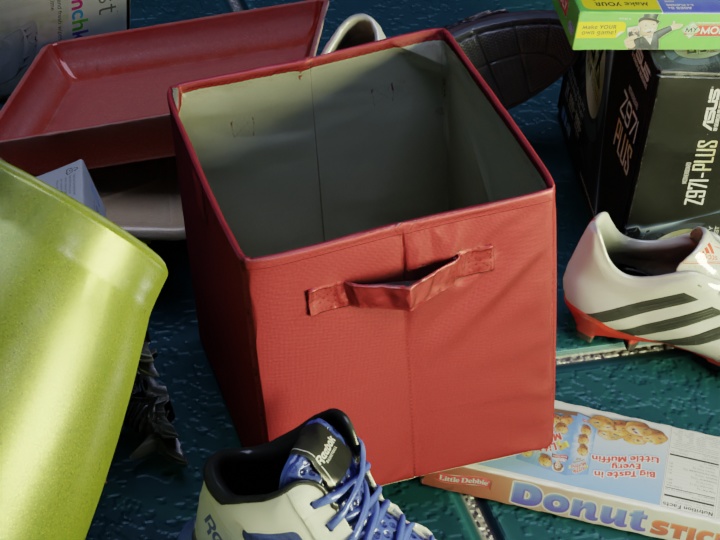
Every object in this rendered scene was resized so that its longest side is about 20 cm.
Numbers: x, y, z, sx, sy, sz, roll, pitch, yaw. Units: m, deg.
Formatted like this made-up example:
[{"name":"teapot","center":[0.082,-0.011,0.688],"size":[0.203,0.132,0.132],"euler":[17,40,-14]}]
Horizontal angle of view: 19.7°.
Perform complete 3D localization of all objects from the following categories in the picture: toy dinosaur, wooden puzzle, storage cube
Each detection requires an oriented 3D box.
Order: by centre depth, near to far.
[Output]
[{"name":"toy dinosaur","center":[-0.175,0.070,1.132],"size":[0.135,0.102,0.201],"euler":[-17,64,-3]},{"name":"storage cube","center":[0.000,0.000,1.145],"size":[0.170,0.181,0.200],"euler":[-13,39,-12]},{"name":"wooden puzzle","center":[-0.194,-0.053,1.298],"size":[0.199,0.037,0.185],"euler":[-3,24,-6]}]

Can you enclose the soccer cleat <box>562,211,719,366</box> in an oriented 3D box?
[{"name":"soccer cleat","center":[0.222,0.018,1.258],"size":[0.199,0.086,0.069],"euler":[14,39,8]}]

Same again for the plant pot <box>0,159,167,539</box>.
[{"name":"plant pot","center":[-0.190,0.050,0.980],"size":[0.200,0.200,0.194],"euler":[25,81,21]}]

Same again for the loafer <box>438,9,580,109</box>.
[{"name":"loafer","center":[0.048,-0.135,1.401],"size":[0.199,0.072,0.063],"euler":[-24,39,-4]}]

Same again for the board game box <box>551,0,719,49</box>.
[{"name":"board game box","center":[0.213,-0.184,1.292],"size":[0.199,0.029,0.135],"euler":[-1,38,-12]}]

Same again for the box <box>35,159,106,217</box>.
[{"name":"box","center":[-0.236,0.021,1.138],"size":[0.199,0.041,0.156],"euler":[-22,29,3]}]

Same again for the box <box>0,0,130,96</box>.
[{"name":"box","center":[-0.280,-0.209,1.455],"size":[0.176,0.097,0.200],"euler":[-17,43,-24]}]

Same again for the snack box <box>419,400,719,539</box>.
[{"name":"snack box","center":[0.137,0.111,1.177],"size":[0.199,0.024,0.072],"euler":[12,40,6]}]

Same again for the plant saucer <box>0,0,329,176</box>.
[{"name":"plant saucer","center":[-0.120,-0.113,1.309],"size":[0.198,0.037,0.200],"euler":[-8,23,7]}]

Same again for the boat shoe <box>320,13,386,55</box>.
[{"name":"boat shoe","center":[-0.028,-0.071,1.299],"size":[0.073,0.065,0.201],"euler":[6,60,19]}]

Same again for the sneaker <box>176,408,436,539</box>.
[{"name":"sneaker","center":[-0.004,0.139,1.046],"size":[0.198,0.116,0.081],"euler":[18,41,13]}]

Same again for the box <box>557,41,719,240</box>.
[{"name":"box","center":[0.198,-0.114,1.356],"size":[0.086,0.164,0.201],"euler":[1,39,-9]}]
